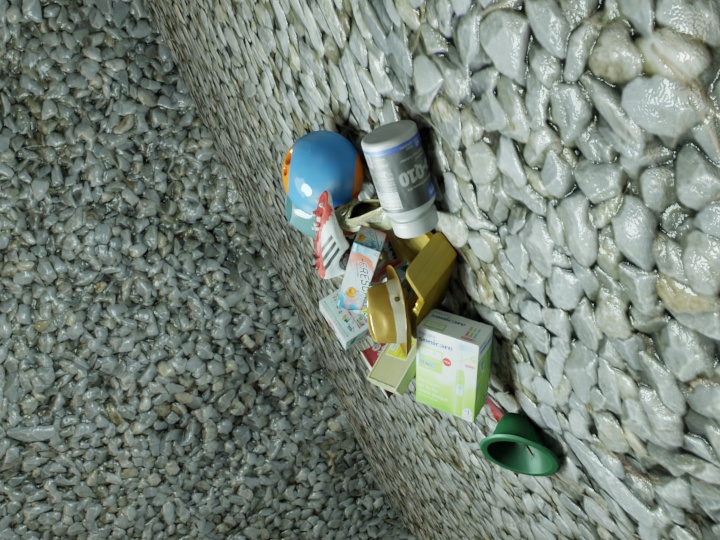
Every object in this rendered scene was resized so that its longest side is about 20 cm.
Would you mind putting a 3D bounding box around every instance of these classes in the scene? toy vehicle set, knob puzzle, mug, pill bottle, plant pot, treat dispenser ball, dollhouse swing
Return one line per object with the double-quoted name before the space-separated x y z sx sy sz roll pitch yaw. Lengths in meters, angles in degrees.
"toy vehicle set" 0.104 0.185 1.435 0.026 0.202 0.123 40 164 -28
"knob puzzle" 0.009 -0.053 1.468 0.030 0.217 0.223 0 119 64
"mug" 0.107 0.196 1.564 0.178 0.197 0.135 54 173 43
"pill bottle" 0.082 -0.174 1.190 0.113 0.112 0.203 33 149 58
"plant pot" -0.132 -0.179 1.682 0.200 0.131 0.206 177 90 -72
"treat dispenser ball" -0.090 -0.230 1.474 0.202 0.198 0.202 53 162 25
"dollhouse swing" 0.104 0.002 1.351 0.174 0.182 0.201 34 157 16

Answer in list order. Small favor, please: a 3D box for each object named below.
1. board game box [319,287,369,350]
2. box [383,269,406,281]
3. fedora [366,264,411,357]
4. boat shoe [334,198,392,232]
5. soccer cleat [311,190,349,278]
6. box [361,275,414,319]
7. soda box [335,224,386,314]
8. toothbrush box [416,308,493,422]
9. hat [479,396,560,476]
"board game box" 0.000 0.107 1.762 0.149 0.197 0.065 54 163 21
"box" 0.089 0.067 1.617 0.154 0.041 0.202 27 148 26
"fedora" 0.054 0.092 1.334 0.201 0.080 0.206 170 90 -85
"boat shoe" 0.007 -0.132 1.367 0.197 0.074 0.063 2 144 44
"soccer cleat" -0.065 -0.080 1.388 0.069 0.083 0.205 -137 47 -64
"box" 0.075 0.079 1.533 0.064 0.071 0.199 40 153 -10
"soda box" 0.000 0.000 1.375 0.062 0.069 0.203 19 133 2
"toothbrush box" 0.200 0.204 1.332 0.143 0.086 0.204 16 122 28
"hat" 0.355 0.332 1.369 0.195 0.178 0.168 13 142 16
